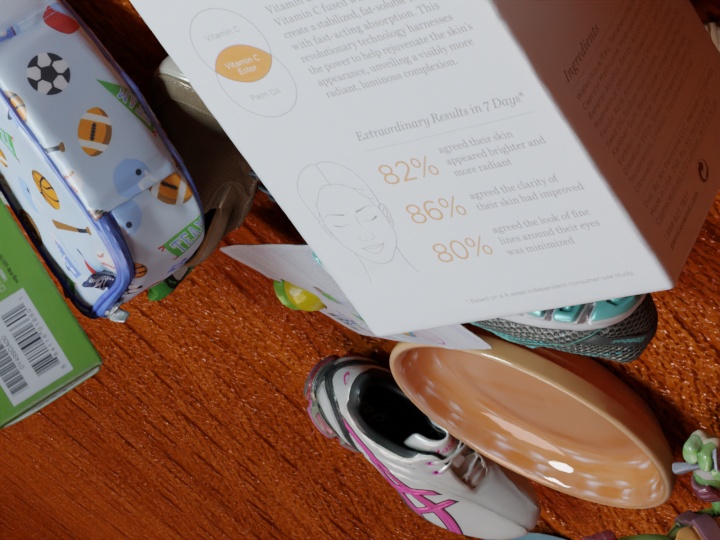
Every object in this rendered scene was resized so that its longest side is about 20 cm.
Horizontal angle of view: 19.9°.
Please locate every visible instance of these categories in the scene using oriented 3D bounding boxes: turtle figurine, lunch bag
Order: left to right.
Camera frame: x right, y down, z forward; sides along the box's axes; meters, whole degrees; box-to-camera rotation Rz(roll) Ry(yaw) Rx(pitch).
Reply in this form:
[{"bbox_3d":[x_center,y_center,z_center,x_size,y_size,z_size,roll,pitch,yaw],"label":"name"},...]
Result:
[{"bbox_3d":[-0.171,-0.066,1.177,0.201,0.075,0.160,58,158,0],"label":"lunch bag"},{"bbox_3d":[0.201,0.178,1.218,0.200,0.193,0.144,-124,14,-67],"label":"turtle figurine"}]

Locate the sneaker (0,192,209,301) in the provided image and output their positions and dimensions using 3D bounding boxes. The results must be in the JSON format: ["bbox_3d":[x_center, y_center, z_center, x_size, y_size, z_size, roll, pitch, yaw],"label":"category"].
[{"bbox_3d":[-0.190,-0.042,1.347,0.199,0.085,0.078,19,159,27],"label":"sneaker"}]

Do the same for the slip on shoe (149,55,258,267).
[{"bbox_3d":[-0.096,-0.061,1.205,0.076,0.061,0.200,28,161,3],"label":"slip on shoe"}]

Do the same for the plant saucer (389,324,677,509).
[{"bbox_3d":[0.114,0.087,1.319,0.199,0.038,0.200,26,161,10],"label":"plant saucer"}]

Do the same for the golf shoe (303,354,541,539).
[{"bbox_3d":[0.051,0.132,1.447,0.200,0.073,0.092,35,169,-17],"label":"golf shoe"}]

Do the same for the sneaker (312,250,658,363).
[{"bbox_3d":[0.064,0.006,1.053,0.199,0.078,0.091,18,161,33],"label":"sneaker"}]

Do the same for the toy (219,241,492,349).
[{"bbox_3d":[0.000,0.000,1.247,0.115,0.047,0.200,32,165,-19],"label":"toy"}]

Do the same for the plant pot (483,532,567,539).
[{"bbox_3d":[0.123,0.322,1.681,0.200,0.201,0.196,28,168,2],"label":"plant pot"}]

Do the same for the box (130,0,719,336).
[{"bbox_3d":[0.031,-0.088,0.793,0.152,0.107,0.200,-10,126,41],"label":"box"}]

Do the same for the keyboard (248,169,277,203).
[{"bbox_3d":[-0.011,-0.063,1.011,0.200,0.021,0.128,32,138,38],"label":"keyboard"}]

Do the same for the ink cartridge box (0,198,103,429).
[{"bbox_3d":[-0.232,0.015,1.266,0.148,0.076,0.200,59,169,-4],"label":"ink cartridge box"}]

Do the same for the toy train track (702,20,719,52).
[{"bbox_3d":[0.200,-0.050,0.867,0.199,0.033,0.115,15,156,32],"label":"toy train track"}]
